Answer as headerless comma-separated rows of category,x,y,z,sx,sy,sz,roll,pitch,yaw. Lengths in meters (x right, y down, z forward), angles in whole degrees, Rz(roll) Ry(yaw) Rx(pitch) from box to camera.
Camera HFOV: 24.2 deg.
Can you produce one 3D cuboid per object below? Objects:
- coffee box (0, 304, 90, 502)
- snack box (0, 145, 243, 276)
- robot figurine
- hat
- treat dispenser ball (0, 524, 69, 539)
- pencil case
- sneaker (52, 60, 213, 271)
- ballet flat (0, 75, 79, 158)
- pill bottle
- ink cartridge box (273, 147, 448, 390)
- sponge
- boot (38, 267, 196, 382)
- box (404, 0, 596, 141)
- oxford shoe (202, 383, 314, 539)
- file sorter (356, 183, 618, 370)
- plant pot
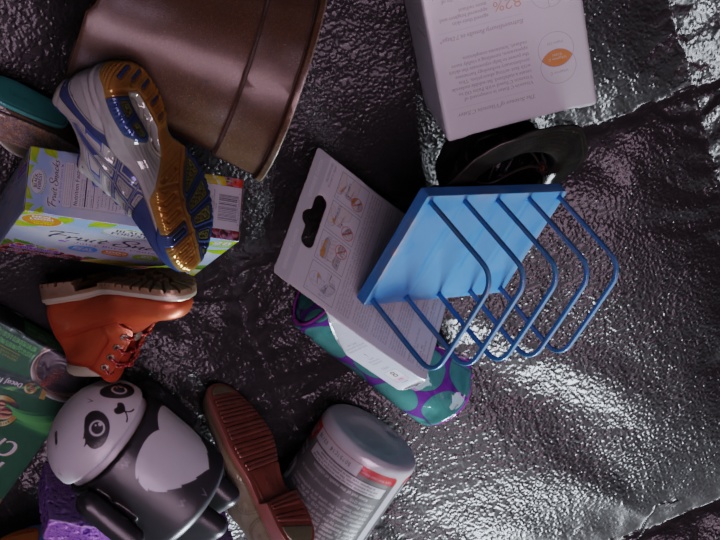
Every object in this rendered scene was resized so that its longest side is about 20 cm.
coffee box,-0.374,0.143,1.714,0.123,0.044,0.200,32,105,-24
snack box,-0.228,-0.052,1.573,0.200,0.169,0.068,7,76,-20
robot figurine,-0.216,0.195,1.671,0.200,0.150,0.125,42,93,-18
hat,0.124,-0.104,1.666,0.200,0.081,0.201,-27,158,-12
treat dispenser ball,-0.322,0.364,1.745,0.200,0.201,0.201,-5,117,-9
pencil case,0.026,0.074,1.741,0.200,0.085,0.092,37,107,-24
sneaker,-0.198,-0.089,1.468,0.088,0.075,0.200,-6,115,33
ballet flat,-0.282,-0.122,1.600,0.200,0.068,0.067,26,128,-21
pill bottle,-0.039,0.253,1.799,0.114,0.114,0.200,27,108,-22
ink cartridge box,0.000,0.000,1.661,0.200,0.163,0.057,33,143,-21
sponge,-0.236,0.258,1.761,0.200,0.112,0.030,13,111,-18
boot,-0.225,0.053,1.620,0.075,0.200,0.107,-14,96,-46
box,0.125,-0.247,1.592,0.152,0.106,0.200,-14,117,-5
oxford shoe,-0.124,0.214,1.747,0.074,0.200,0.071,-38,159,34
file sorter,0.129,0.009,1.615,0.200,0.123,0.139,-5,136,-44
plant pot,-0.154,-0.204,1.516,0.198,0.200,0.201,17,111,-11
